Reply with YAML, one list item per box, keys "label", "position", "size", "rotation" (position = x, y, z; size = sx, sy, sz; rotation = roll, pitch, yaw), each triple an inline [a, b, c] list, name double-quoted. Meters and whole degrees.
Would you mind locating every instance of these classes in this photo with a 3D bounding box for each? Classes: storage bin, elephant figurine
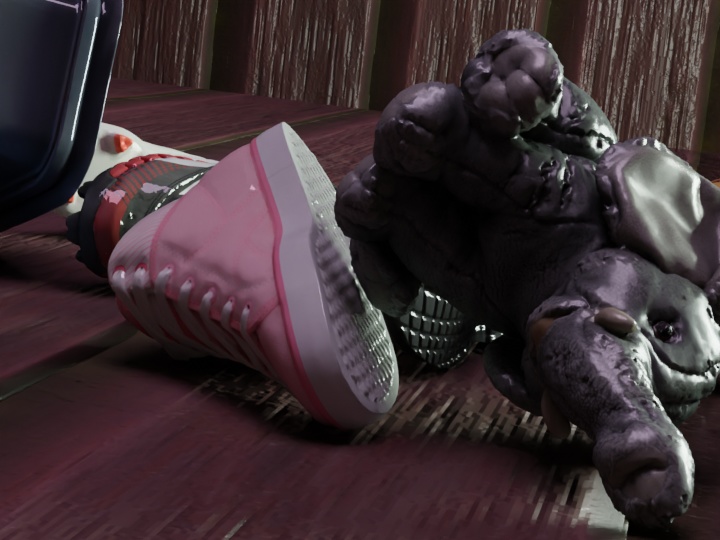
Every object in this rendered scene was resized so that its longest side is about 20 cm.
- label: "storage bin"
  position: [-0.233, -0.113, 1.120]
  size: [0.134, 0.147, 0.200]
  rotation: [17, -14, -27]
- label: "elephant figurine"
  position: [0.092, 0.014, 0.798]
  size: [0.155, 0.142, 0.200]
  rotation: [-36, 65, -20]

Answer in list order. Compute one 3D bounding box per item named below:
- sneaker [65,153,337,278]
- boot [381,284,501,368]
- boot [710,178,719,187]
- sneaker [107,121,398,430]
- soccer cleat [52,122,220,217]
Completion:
- label: "sneaker"
  position: [-0.069, -0.025, 1.112]
  size: [0.097, 0.071, 0.200]
  rotation: [10, 7, 39]
- label: "boot"
  position: [0.000, 0.000, 0.997]
  size: [0.131, 0.070, 0.200]
  rotation: [15, -2, 19]
- label: "boot"
  position: [0.197, -0.024, 1.298]
  size: [0.198, 0.077, 0.155]
  rotation: [6, 6, 14]
- label: "sneaker"
  position: [-0.050, 0.019, 0.859]
  size: [0.104, 0.076, 0.201]
  rotation: [-30, 32, 8]
- label: "soccer cleat"
  position: [-0.141, -0.054, 1.309]
  size: [0.199, 0.070, 0.077]
  rotation: [9, -1, -40]
